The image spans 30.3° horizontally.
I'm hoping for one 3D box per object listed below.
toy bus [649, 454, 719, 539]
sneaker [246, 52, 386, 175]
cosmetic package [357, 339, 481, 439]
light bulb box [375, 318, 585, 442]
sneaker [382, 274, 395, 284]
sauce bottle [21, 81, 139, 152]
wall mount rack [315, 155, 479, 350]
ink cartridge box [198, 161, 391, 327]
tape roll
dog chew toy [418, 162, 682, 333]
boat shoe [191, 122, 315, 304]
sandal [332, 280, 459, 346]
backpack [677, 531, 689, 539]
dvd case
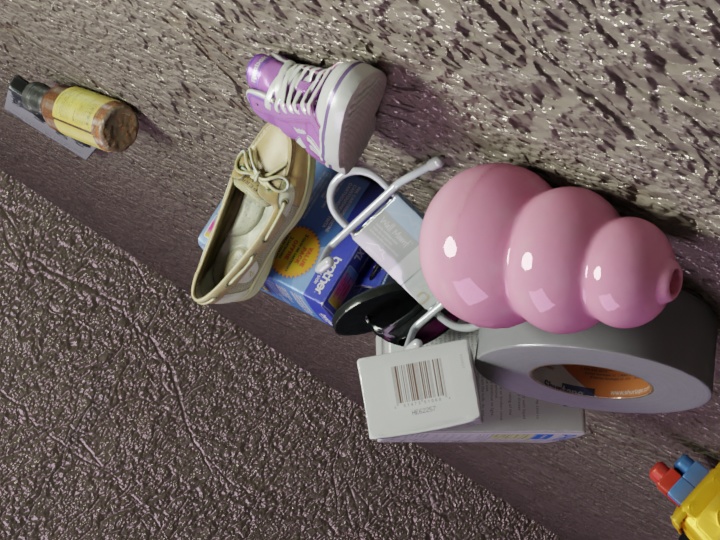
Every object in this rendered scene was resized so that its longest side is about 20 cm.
[{"bbox_3d":[0.439,0.302,1.624,0.192,0.136,0.200,41,177,22],"label":"toy bus"},{"bbox_3d":[-0.045,-0.135,1.044,0.114,0.073,0.201,34,170,1],"label":"sneaker"},{"bbox_3d":[0.058,0.111,1.200,0.100,0.075,0.200,-10,171,6],"label":"cosmetic package"},{"bbox_3d":[0.120,0.118,1.409,0.197,0.127,0.198,0,170,-4],"label":"light bulb box"},{"bbox_3d":[0.000,0.000,1.559,0.198,0.071,0.109,22,174,8],"label":"sneaker"},{"bbox_3d":[-0.357,-0.200,1.667,0.199,0.066,0.066,25,169,40],"label":"sauce bottle"},{"bbox_3d":[0.060,-0.019,1.182,0.200,0.174,0.075,43,-150,-11],"label":"wall mount rack"},{"bbox_3d":[-0.044,-0.033,1.336,0.198,0.137,0.076,25,167,27],"label":"ink cartridge box"},{"bbox_3d":[0.197,0.063,1.117,0.197,0.067,0.201,10,163,3],"label":"tape roll"},{"bbox_3d":[0.142,-0.010,0.981,0.198,0.126,0.124,12,161,37],"label":"dog chew toy"},{"bbox_3d":[-0.104,-0.055,1.254,0.073,0.202,0.063,40,-152,23],"label":"boat shoe"},{"bbox_3d":[0.072,0.039,1.281,0.198,0.048,0.076,-10,149,-7],"label":"sandal"},{"bbox_3d":[0.585,0.497,2.055,0.199,0.148,0.183,30,173,-15],"label":"backpack"},{"bbox_3d":[-0.454,-0.221,1.959,0.149,0.025,0.200,33,170,-14],"label":"dvd case"}]
